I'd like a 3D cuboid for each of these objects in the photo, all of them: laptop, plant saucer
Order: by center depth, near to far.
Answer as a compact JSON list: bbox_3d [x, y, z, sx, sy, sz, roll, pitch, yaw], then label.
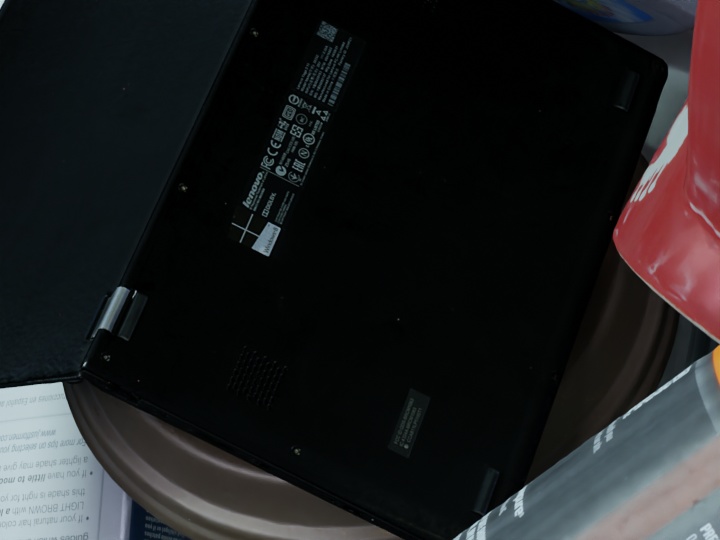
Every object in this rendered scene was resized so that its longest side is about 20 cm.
[{"bbox_3d":[-0.038,-0.012,0.784,0.188,0.199,0.116,-67,8,-30],"label":"laptop"},{"bbox_3d":[0.000,0.000,0.801,0.199,0.030,0.201,-5,53,7],"label":"plant saucer"}]

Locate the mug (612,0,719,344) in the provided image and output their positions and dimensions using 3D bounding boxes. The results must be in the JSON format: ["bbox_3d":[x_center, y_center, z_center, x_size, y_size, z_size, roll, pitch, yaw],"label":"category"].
[{"bbox_3d":[0.149,-0.073,0.707,0.201,0.177,0.134,-58,21,14],"label":"mug"}]

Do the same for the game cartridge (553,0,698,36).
[{"bbox_3d":[0.040,-0.115,0.789,0.041,0.133,0.200,-68,14,1],"label":"game cartridge"}]

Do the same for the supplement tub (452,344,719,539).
[{"bbox_3d":[0.095,0.081,0.648,0.200,0.107,0.107,-37,55,16],"label":"supplement tub"}]

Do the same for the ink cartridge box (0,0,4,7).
[{"bbox_3d":[-0.125,-0.064,0.972,0.199,0.085,0.145,-3,67,38],"label":"ink cartridge box"}]

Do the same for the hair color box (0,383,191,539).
[{"bbox_3d":[-0.097,0.123,0.863,0.100,0.060,0.201,-8,70,37],"label":"hair color box"}]
